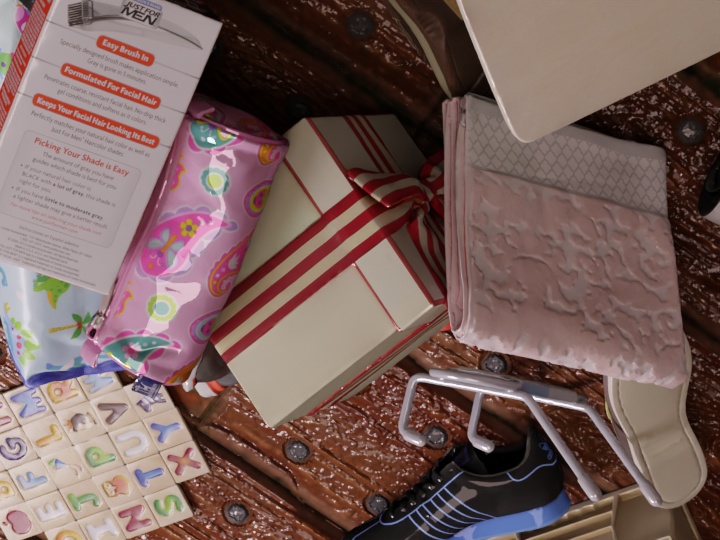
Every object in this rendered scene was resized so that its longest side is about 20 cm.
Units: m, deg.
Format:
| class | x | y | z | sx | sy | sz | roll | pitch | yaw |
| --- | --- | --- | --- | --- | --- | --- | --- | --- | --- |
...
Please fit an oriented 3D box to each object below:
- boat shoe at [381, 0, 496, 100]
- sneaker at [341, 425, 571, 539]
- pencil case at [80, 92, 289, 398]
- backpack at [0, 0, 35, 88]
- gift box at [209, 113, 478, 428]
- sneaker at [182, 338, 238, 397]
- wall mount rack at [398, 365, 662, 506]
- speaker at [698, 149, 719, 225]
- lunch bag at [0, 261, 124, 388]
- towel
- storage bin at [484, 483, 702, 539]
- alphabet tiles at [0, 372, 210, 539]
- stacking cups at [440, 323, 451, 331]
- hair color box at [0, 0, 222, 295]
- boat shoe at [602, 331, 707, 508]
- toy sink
| class | x | y | z | sx | sy | sz | roll | pitch | yaw |
| --- | --- | --- | --- | --- | --- | --- | --- | --- | --- |
| boat shoe | 0.062 | -0.189 | 1.354 | 0.075 | 0.075 | 0.203 | -40 | 126 | -5 |
| sneaker | 0.069 | 0.187 | 1.523 | 0.199 | 0.070 | 0.078 | -19 | 108 | 7 |
| pencil case | -0.122 | -0.018 | 1.274 | 0.087 | 0.087 | 0.201 | 24 | 104 | -5 |
| backpack | -0.212 | -0.193 | 1.317 | 0.200 | 0.176 | 0.153 | -37 | 104 | 14 |
| gift box | 0.000 | 0.000 | 1.365 | 0.187 | 0.184 | 0.200 | -40 | 85 | 22 |
| sneaker | -0.103 | 0.048 | 1.426 | 0.082 | 0.200 | 0.077 | -17 | 83 | 0 |
| wall mount rack | 0.133 | 0.122 | 1.401 | 0.173 | 0.200 | 0.075 | 11 | 89 | 32 |
| speaker | 0.354 | -0.035 | 1.380 | 0.199 | 0.081 | 0.081 | 25 | 115 | -4 |
| lunch bag | -0.222 | -0.035 | 1.388 | 0.127 | 0.200 | 0.171 | -8 | 118 | -20 |
| towel | 0.148 | -0.021 | 1.327 | 0.199 | 0.192 | 0.032 | 13 | 153 | -29 |
| storage bin | 0.205 | 0.303 | 1.543 | 0.198 | 0.094 | 0.201 | -21 | 111 | 16 |
| alphabet tiles | -0.236 | 0.161 | 1.576 | 0.199 | 0.006 | 0.167 | -21 | 111 | 15 |
| stacking cups | 0.128 | 0.008 | 1.444 | 0.199 | 0.061 | 0.061 | -11 | 113 | 16 |
| hair color box | -0.182 | -0.098 | 1.222 | 0.111 | 0.064 | 0.201 | 19 | 104 | -23 |
| boat shoe | 0.222 | 0.095 | 1.445 | 0.072 | 0.060 | 0.201 | -25 | 125 | -8 |
| toy sink | 0.160 | -0.195 | 1.288 | 0.199 | 0.112 | 0.131 | -27 | 110 | -4 |
